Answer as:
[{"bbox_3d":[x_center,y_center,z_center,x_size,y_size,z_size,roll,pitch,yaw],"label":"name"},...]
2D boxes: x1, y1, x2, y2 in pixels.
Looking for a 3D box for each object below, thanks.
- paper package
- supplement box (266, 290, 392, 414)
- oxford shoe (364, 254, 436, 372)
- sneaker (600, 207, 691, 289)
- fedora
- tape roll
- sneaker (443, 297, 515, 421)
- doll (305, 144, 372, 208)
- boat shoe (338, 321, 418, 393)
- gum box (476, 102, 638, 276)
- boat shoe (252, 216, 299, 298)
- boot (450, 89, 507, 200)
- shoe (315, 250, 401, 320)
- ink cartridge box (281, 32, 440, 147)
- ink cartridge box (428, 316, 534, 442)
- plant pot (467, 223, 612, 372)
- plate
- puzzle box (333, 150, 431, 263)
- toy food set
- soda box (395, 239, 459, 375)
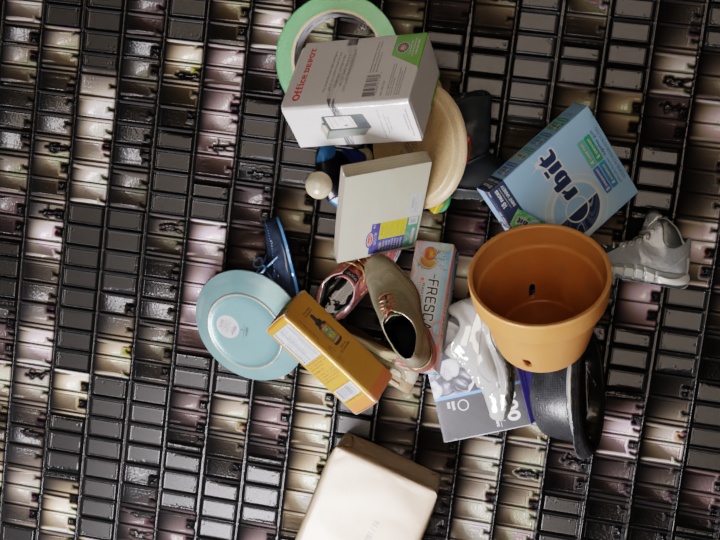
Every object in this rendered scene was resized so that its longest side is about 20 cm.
[{"bbox_3d":[0.012,0.395,1.671,0.189,0.103,0.201,23,99,5],"label":"paper package"},{"bbox_3d":[-0.048,0.127,1.602,0.200,0.067,0.069,46,137,-9],"label":"supplement box"},{"bbox_3d":[0.054,0.055,1.551,0.070,0.075,0.201,-32,66,11],"label":"oxford shoe"},{"bbox_3d":[0.416,-0.044,1.595,0.198,0.075,0.117,11,92,-3],"label":"sneaker"},{"bbox_3d":[0.313,0.186,1.585,0.091,0.200,0.202,-2,95,27],"label":"fedora"},{"bbox_3d":[-0.033,-0.334,1.639,0.199,0.048,0.202,1,95,8],"label":"tape roll"},{"bbox_3d":[0.182,0.136,1.602,0.099,0.078,0.202,-12,82,15],"label":"sneaker"},{"bbox_3d":[-0.026,-0.138,1.576,0.048,0.200,0.138,-16,94,24],"label":"doll"},{"bbox_3d":[0.000,0.136,1.664,0.199,0.071,0.065,24,97,4],"label":"boat shoe"},{"bbox_3d":[0.299,-0.121,1.555,0.200,0.045,0.170,-42,115,-6],"label":"gum box"},{"bbox_3d":[-0.136,0.016,1.666,0.068,0.084,0.202,-11,91,-1],"label":"boat shoe"},{"bbox_3d":[0.196,-0.195,1.603,0.198,0.076,0.170,3,99,14],"label":"boot"},{"bbox_3d":[0.000,0.000,1.642,0.071,0.091,0.201,38,99,3],"label":"shoe"},{"bbox_3d":[0.002,-0.265,1.519,0.198,0.084,0.146,0,52,22],"label":"ink cartridge box"},{"bbox_3d":[0.207,0.159,1.652,0.198,0.043,0.200,-14,92,8],"label":"ink cartridge box"},{"bbox_3d":[0.258,0.051,1.486,0.198,0.201,0.141,-3,136,8],"label":"plant pot"},{"bbox_3d":[-0.183,0.095,1.673,0.199,0.026,0.202,9,118,17],"label":"plate"},{"bbox_3d":[0.029,-0.092,1.539,0.132,0.201,0.026,-12,55,-15],"label":"puzzle box"},{"bbox_3d":[0.091,-0.192,1.588,0.200,0.048,0.199,49,127,29],"label":"toy food set"},{"bbox_3d":[0.106,0.059,1.613,0.063,0.068,0.202,8,78,14],"label":"soda box"}]
